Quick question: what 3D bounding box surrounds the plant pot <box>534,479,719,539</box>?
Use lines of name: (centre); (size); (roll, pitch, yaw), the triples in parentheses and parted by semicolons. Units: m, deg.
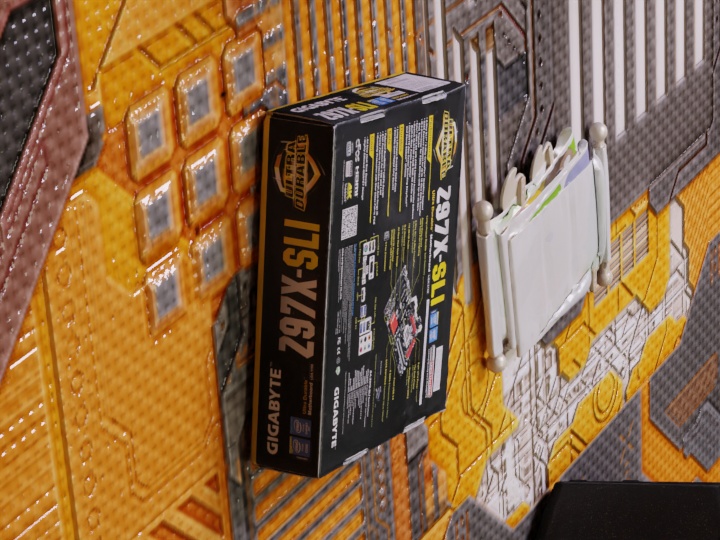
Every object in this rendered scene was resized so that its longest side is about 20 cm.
plant pot: (0.222, 0.238, 1.761); (0.200, 0.198, 0.179); (11, 79, -62)

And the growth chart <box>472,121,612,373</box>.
growth chart: (0.126, -0.022, 1.655); (0.200, 0.018, 0.146); (-36, 130, -52)

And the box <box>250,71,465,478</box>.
box: (0.000, 0.000, 1.395); (0.159, 0.049, 0.202); (-25, 121, -60)
